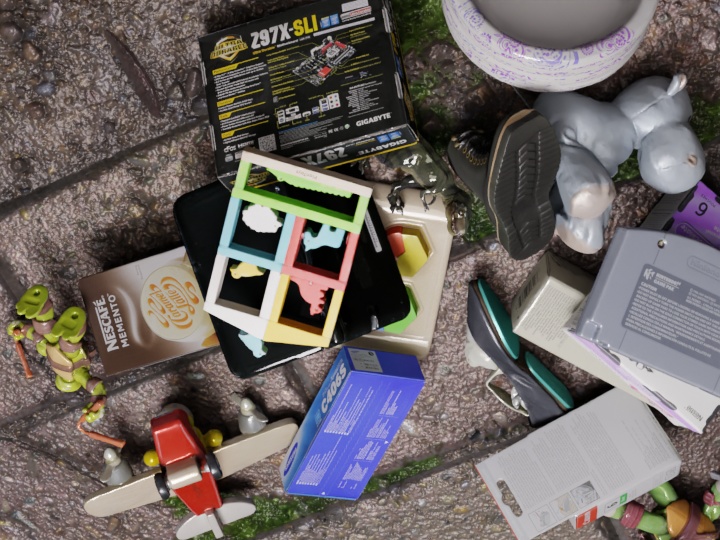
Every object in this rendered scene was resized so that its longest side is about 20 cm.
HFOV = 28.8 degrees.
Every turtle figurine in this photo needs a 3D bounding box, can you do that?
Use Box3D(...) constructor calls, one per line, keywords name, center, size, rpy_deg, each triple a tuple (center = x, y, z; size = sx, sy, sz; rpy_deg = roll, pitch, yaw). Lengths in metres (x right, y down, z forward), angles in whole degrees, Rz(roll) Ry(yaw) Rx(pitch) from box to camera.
Box3D(name="turtle figurine", center=(0.362, 0.270, 1.564), size=(0.194, 0.200, 0.144), rpy_deg=(33, 100, -2))
Box3D(name="turtle figurine", center=(-0.318, 0.094, 1.538), size=(0.200, 0.064, 0.162), rpy_deg=(42, 152, 24))

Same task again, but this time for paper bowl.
Box3D(name="paper bowl", center=(0.175, -0.262, 1.312), size=(0.200, 0.104, 0.202), rpy_deg=(0, 73, 0))

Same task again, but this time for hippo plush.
Box3D(name="hippo plush", center=(0.254, -0.126, 1.408), size=(0.160, 0.159, 0.201), rpy_deg=(-16, 73, -6))

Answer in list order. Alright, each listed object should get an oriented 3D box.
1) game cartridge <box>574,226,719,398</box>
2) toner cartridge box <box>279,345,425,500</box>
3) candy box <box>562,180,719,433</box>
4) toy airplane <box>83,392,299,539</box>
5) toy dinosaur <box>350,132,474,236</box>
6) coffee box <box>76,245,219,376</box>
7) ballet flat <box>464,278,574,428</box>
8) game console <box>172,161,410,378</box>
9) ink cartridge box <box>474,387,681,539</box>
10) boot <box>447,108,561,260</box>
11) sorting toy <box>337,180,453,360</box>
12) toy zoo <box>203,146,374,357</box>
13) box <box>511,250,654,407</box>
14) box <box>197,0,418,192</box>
Box3D(name="game cartridge", center=(0.316, 0.038, 1.377), size=(0.199, 0.040, 0.134), rpy_deg=(24, 92, -20))
Box3D(name="toner cartridge box", center=(-0.012, 0.175, 1.582), size=(0.095, 0.043, 0.200), rpy_deg=(11, 127, -25))
Box3D(name="candy box", center=(0.337, 0.037, 1.447), size=(0.168, 0.072, 0.200), rpy_deg=(39, 85, -11))
Box3D(name="toy airplane", center=(-0.195, 0.220, 1.614), size=(0.199, 0.141, 0.199), rpy_deg=(7, 137, -40))
Box3D(name="toy dinosaur", center=(0.045, -0.111, 1.446), size=(0.088, 0.047, 0.200), rpy_deg=(-37, 80, 33))
Box3D(name="coffee box", center=(-0.188, 0.033, 1.517), size=(0.199, 0.080, 0.115), rpy_deg=(-18, 90, 13))
Box3D(name="ballet flat", center=(0.158, 0.099, 1.547), size=(0.073, 0.073, 0.200), rpy_deg=(-31, 112, 18))
Box3D(name="game console", center=(-0.069, -0.013, 1.456), size=(0.116, 0.176, 0.201), rpy_deg=(-21, 89, 48))
Box3D(name="ink cartridge box", center=(0.238, 0.217, 1.540), size=(0.199, 0.109, 0.050), rpy_deg=(-27, 153, -5))
Box3D(name="boot", center=(0.125, -0.114, 1.365), size=(0.077, 0.139, 0.200), rpy_deg=(-26, 147, -15))
Box3D(name="sorting toy", center=(0.000, 0.000, 1.527), size=(0.184, 0.037, 0.201), rpy_deg=(9, 117, 0))
Box3D(name="toy zoo", center=(-0.075, -0.008, 1.364), size=(0.131, 0.020, 0.201), rpy_deg=(16, 110, 2))
Box3D(name="box", center=(0.267, 0.066, 1.520), size=(0.199, 0.068, 0.082), rpy_deg=(29, 115, -10))
Box3D(name="box", center=(-0.054, -0.178, 1.383), size=(0.199, 0.160, 0.049), rpy_deg=(-15, 158, 11))
